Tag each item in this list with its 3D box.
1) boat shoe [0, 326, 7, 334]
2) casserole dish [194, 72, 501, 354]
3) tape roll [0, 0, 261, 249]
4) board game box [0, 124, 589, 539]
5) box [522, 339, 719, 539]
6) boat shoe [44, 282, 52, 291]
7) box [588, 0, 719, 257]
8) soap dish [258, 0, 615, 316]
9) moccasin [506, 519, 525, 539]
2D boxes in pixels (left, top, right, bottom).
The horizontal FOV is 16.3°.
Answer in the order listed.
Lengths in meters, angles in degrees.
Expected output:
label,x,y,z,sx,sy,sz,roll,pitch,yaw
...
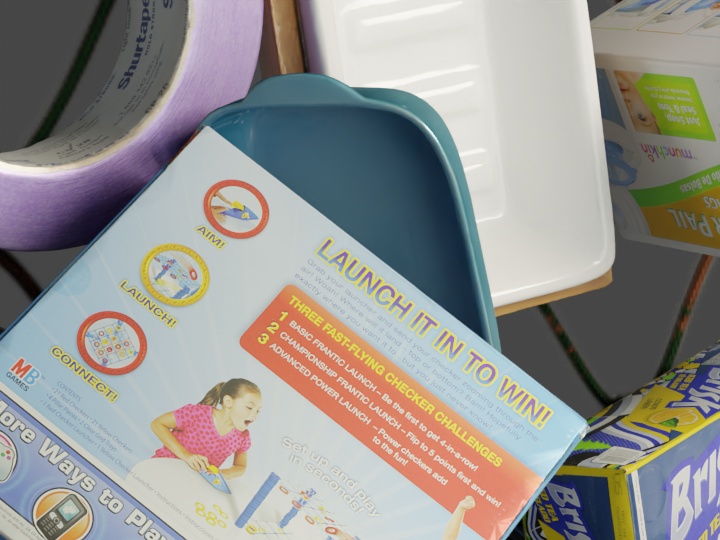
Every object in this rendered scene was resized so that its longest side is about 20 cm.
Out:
label,x,y,z,sx,sy,sz,roll,pitch,yaw
boat shoe,-0.197,0.031,1.040,0.200,0.068,0.072,26,84,-29
casserole dish,0.000,0.000,1.062,0.039,0.121,0.200,-54,138,-52
tape roll,-0.143,-0.111,1.046,0.200,0.066,0.200,-4,98,-28
board game box,-0.046,0.075,0.971,0.200,0.056,0.196,38,57,5
box,0.157,0.094,1.210,0.200,0.064,0.070,-23,109,-49
boat shoe,-0.056,0.061,1.058,0.069,0.200,0.074,-51,158,26
box,0.197,-0.074,1.173,0.101,0.200,0.113,-32,111,-22
soap dish,0.029,-0.075,1.147,0.157,0.081,0.200,-15,104,-27
moccasin,0.041,0.106,1.176,0.200,0.080,0.068,20,75,-29
